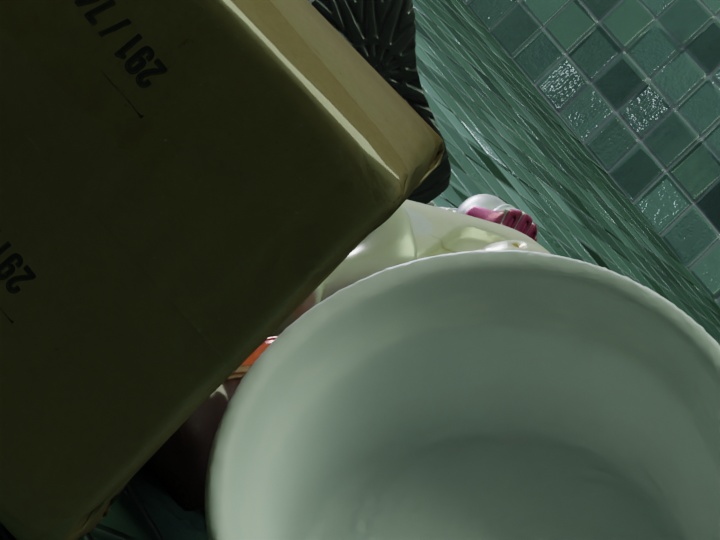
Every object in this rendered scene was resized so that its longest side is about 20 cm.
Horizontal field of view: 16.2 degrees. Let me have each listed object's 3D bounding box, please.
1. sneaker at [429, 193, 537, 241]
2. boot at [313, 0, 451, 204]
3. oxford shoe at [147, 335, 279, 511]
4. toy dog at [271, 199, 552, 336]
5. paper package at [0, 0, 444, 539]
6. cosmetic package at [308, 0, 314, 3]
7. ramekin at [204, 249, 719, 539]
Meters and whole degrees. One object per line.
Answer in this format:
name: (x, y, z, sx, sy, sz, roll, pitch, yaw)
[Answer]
sneaker: (0.047, -0.001, 1.546, 0.088, 0.082, 0.200, 34, -20, 6)
boot: (-0.004, -0.107, 1.466, 0.200, 0.065, 0.166, 174, -98, -85)
oxford shoe: (-0.056, 0.067, 1.044, 0.200, 0.071, 0.073, 12, 64, -77)
toy dog: (0.000, 0.000, 1.214, 0.199, 0.140, 0.194, 27, 42, 2)
paper package: (-0.103, -0.041, 0.857, 0.200, 0.191, 0.103, 45, 10, 0)
cosmetic package: (-0.133, -0.124, 1.019, 0.165, 0.200, 0.165, 44, 11, -13)
ramekin: (0.048, 0.100, 0.918, 0.201, 0.199, 0.098, 54, -17, 37)
